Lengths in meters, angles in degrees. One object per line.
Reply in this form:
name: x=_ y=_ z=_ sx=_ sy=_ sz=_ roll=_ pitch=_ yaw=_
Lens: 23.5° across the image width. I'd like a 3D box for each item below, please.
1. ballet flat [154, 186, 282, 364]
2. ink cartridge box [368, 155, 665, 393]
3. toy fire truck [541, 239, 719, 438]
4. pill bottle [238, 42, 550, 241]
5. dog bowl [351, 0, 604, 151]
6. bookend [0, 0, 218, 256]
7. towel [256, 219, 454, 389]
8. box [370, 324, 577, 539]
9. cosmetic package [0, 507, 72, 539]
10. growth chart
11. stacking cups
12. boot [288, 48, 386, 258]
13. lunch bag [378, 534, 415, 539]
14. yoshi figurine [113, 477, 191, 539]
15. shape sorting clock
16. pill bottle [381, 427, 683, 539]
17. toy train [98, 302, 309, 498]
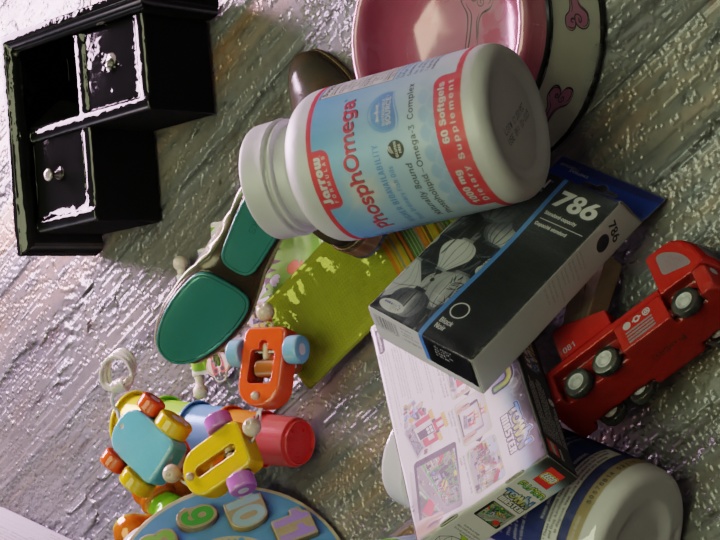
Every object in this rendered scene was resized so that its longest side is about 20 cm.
ballet flat: x=-0.100 y=-0.004 z=1.416 sx=0.067 sy=0.062 sz=0.200 roll=35 pitch=116 yaw=-3
ink cartridge box: x=0.107 y=-0.013 z=1.171 sx=0.099 sy=0.200 sz=0.039 roll=25 pitch=150 yaw=40
toy fire truck: x=0.158 y=0.035 z=1.189 sx=0.200 sy=0.049 sz=0.141 roll=-40 pitch=38 yaw=19
pill bottle: x=0.020 y=-0.081 z=1.184 sx=0.199 sy=0.109 sz=0.110 roll=-13 pitch=81 yaw=30
dog bowl: x=0.076 y=-0.170 z=1.265 sx=0.199 sy=0.074 sz=0.202 roll=-1 pitch=89 yaw=43
bookend: x=-0.215 y=-0.123 z=1.517 sx=0.198 sy=0.092 sz=0.202 roll=-8 pitch=85 yaw=42
towel: x=0.000 y=0.000 z=1.356 sx=0.200 sy=0.018 sz=0.086 roll=-45 pitch=63 yaw=27
box: x=0.072 y=0.086 z=1.170 sx=0.110 sy=0.035 sz=0.201 roll=-36 pitch=39 yaw=21
cosmetic package: x=-0.368 y=0.323 z=1.581 sx=0.166 sy=0.199 sz=0.169 roll=15 pitch=99 yaw=41
growth chart: x=-0.085 y=0.010 z=1.448 sx=0.199 sy=0.018 sz=0.146 roll=-25 pitch=74 yaw=37
stacking cups: x=-0.124 y=0.141 z=1.458 sx=0.199 sy=0.060 sz=0.061 roll=5 pitch=93 yaw=40
boot: x=-0.043 y=-0.106 z=1.339 sx=0.075 sy=0.097 sz=0.201 roll=-43 pitch=48 yaw=31
lunch bag: x=0.048 y=0.244 z=1.200 sx=0.160 sy=0.199 sz=0.083 roll=12 pitch=98 yaw=41
yoshi figurine: x=-0.126 y=0.257 z=1.451 sx=0.112 sy=0.113 sz=0.200 roll=-35 pitch=45 yaw=-3
shape sorting clock: x=-0.102 y=0.256 z=1.362 sx=0.200 sy=0.199 sz=0.039 roll=49 pitch=155 yaw=31
pill bottle: x=0.113 y=0.157 z=1.202 sx=0.199 sy=0.111 sz=0.112 roll=20 pitch=103 yaw=40
toy train: x=-0.120 y=0.112 z=1.396 sx=0.199 sy=0.056 sz=0.151 roll=-9 pitch=70 yaw=32
